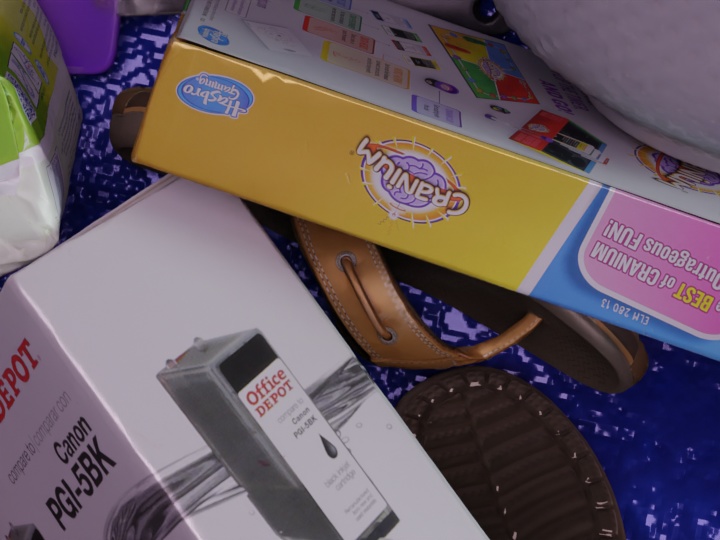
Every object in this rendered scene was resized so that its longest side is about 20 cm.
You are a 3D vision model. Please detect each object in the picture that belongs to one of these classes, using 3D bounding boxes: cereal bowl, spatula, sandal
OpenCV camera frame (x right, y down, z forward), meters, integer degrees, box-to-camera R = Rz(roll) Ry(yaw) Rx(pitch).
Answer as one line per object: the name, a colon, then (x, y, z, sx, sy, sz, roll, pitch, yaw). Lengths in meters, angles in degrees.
cereal bowl: (0.126, -0.084, 0.868, 0.200, 0.200, 0.083, 16, 115, 2)
spatula: (-0.044, -0.094, 0.945, 0.199, 0.021, 0.057, 1, 103, -2)
sandal: (0.000, 0.000, 0.913, 0.200, 0.080, 0.054, 25, 78, 8)

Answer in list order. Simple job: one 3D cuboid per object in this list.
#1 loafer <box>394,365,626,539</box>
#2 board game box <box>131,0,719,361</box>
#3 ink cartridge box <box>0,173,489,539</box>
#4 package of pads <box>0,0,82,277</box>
loafer: (0.060, 0.127, 0.908, 0.076, 0.068, 0.200, -16, 66, -17)
board game box: (0.035, -0.040, 0.867, 0.200, 0.153, 0.040, 19, 107, -3)
ink cartridge box: (-0.040, 0.088, 0.860, 0.083, 0.147, 0.200, -32, 80, -29)
package of pads: (-0.189, -0.021, 0.880, 0.200, 0.155, 0.068, -20, 107, 3)
